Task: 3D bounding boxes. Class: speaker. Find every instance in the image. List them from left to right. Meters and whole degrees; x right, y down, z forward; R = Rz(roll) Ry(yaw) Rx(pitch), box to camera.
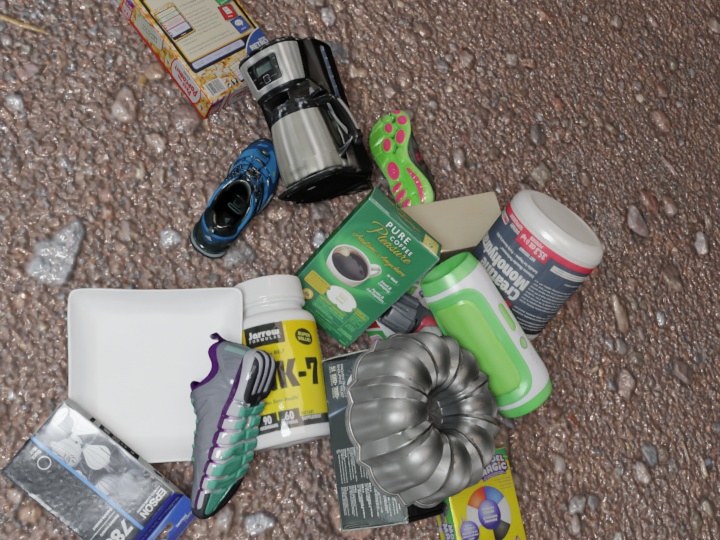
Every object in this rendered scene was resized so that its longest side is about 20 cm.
[{"bbox_3d":[0.156,0.080,0.913,0.088,0.088,0.201,-39,100,-33],"label":"speaker"}]

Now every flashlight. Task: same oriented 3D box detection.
[{"bbox_3d":[0.116,0.100,1.022,0.199,0.068,0.068,30,85,-14],"label":"flashlight"}]

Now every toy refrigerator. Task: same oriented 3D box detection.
[{"bbox_3d":[0.103,-0.051,1.054,0.198,0.070,0.077,-12,76,-19],"label":"toy refrigerator"}]

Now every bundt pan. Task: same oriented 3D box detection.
[{"bbox_3d":[0.083,0.160,0.830,0.200,0.075,0.204,17,62,-35],"label":"bundt pan"}]

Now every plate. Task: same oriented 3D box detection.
[{"bbox_3d":[-0.237,0.122,0.863,0.197,0.032,0.203,0,85,-15],"label":"plate"}]

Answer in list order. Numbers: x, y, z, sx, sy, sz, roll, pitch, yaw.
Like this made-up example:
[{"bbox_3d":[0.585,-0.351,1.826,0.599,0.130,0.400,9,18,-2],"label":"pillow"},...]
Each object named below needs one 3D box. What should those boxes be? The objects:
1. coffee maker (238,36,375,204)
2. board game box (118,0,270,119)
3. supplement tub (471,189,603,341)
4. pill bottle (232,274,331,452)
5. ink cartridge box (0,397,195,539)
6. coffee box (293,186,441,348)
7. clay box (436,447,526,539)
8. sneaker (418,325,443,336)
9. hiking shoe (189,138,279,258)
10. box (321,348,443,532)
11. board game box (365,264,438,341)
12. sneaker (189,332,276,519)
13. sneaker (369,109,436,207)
[{"bbox_3d":[-0.073,-0.204,1.034,0.133,0.192,0.202,-19,85,3],"label":"coffee maker"},{"bbox_3d":[-0.225,-0.340,1.066,0.151,0.046,0.201,-38,91,-32],"label":"board game box"},{"bbox_3d":[0.213,0.007,0.992,0.139,0.201,0.141,27,27,-15],"label":"supplement tub"},{"bbox_3d":[-0.103,0.116,0.921,0.113,0.114,0.202,-5,73,-29],"label":"pill bottle"},{"bbox_3d":[-0.280,0.242,0.808,0.200,0.039,0.100,41,77,-8],"label":"ink cartridge box"},{"bbox_3d":[0.000,0.000,0.970,0.123,0.200,0.044,39,30,-8],"label":"coffee box"},{"bbox_3d":[0.162,0.328,1.018,0.114,0.048,0.203,-3,74,-28],"label":"clay box"},{"bbox_3d":[0.134,0.148,0.979,0.078,0.098,0.202,-95,166,-58],"label":"sneaker"},{"bbox_3d":[-0.153,-0.106,0.993,0.074,0.087,0.201,32,60,-14],"label":"hiking shoe"},{"bbox_3d":[0.030,0.211,0.921,0.164,0.085,0.203,34,45,-65],"label":"box"},{"bbox_3d":[0.060,0.035,1.079,0.152,0.040,0.201,-31,88,-33],"label":"board game box"},{"bbox_3d":[-0.164,0.175,0.840,0.087,0.074,0.202,21,92,24],"label":"sneaker"},{"bbox_3d":[0.068,-0.161,1.148,0.084,0.076,0.202,42,31,-60],"label":"sneaker"}]
